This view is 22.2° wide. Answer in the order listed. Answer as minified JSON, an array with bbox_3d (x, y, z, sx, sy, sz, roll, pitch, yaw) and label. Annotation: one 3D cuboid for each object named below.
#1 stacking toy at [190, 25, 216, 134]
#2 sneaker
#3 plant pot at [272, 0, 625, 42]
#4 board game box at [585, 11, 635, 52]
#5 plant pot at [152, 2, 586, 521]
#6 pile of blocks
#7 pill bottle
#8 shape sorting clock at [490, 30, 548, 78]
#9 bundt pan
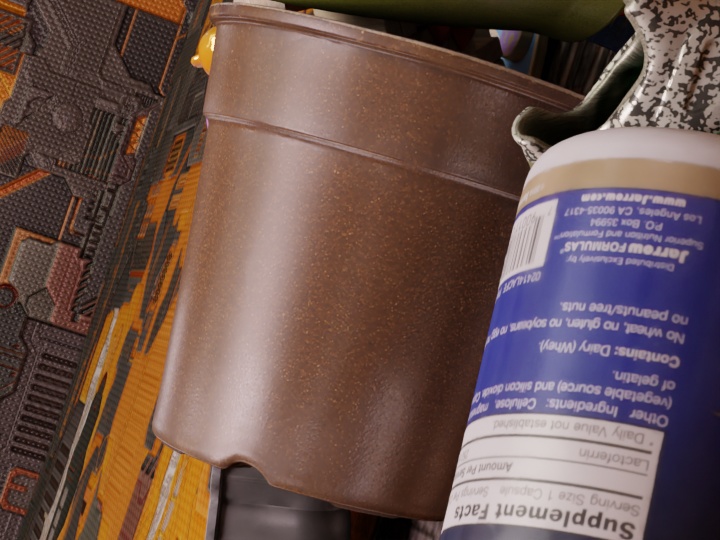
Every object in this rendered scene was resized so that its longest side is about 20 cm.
[{"bbox_3d":[-0.044,-0.074,0.989,0.200,0.116,0.110,58,-156,-58],"label":"stacking toy"},{"bbox_3d":[0.089,-0.031,0.674,0.077,0.089,0.200,-91,24,-55],"label":"sneaker"},{"bbox_3d":[0.033,-0.190,0.798,0.200,0.193,0.201,-164,90,-72],"label":"plant pot"},{"bbox_3d":[0.150,-0.219,0.885,0.135,0.034,0.200,124,160,-47],"label":"board game box"},{"bbox_3d":[0.000,0.000,0.847,0.200,0.200,0.199,-158,84,-77],"label":"plant pot"},{"bbox_3d":[0.019,-0.144,0.927,0.062,0.200,0.082,4,83,41],"label":"pile of blocks"},{"bbox_3d":[0.087,0.067,0.568,0.116,0.116,0.200,145,141,-68],"label":"pill bottle"},{"bbox_3d":[0.057,-0.093,1.074,0.200,0.039,0.200,-161,90,-77],"label":"shape sorting clock"},{"bbox_3d":[-0.038,0.115,1.008,0.202,0.076,0.202,5,-90,-90],"label":"bundt pan"}]
